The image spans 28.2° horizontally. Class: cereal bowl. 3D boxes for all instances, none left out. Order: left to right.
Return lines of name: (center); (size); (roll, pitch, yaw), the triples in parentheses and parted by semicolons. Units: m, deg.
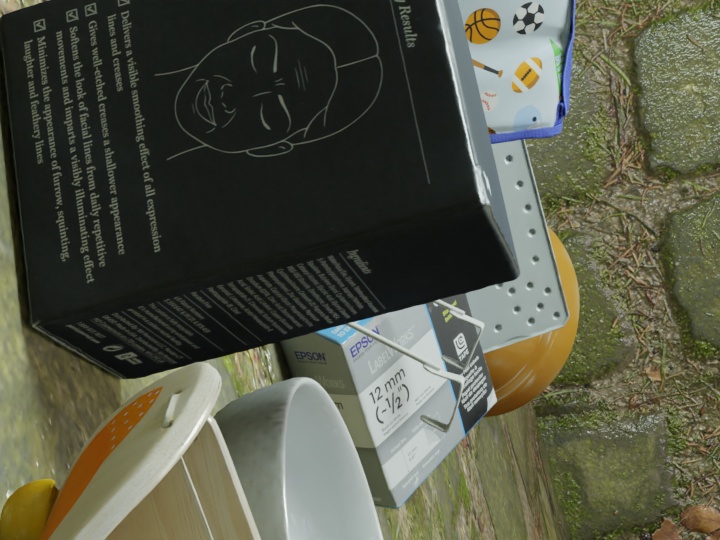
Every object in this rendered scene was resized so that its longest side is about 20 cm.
cereal bowl: (-0.042, 0.157, 0.694); (0.200, 0.082, 0.203); (-14, 90, -81)

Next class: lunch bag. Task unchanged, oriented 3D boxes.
lunch bag: (0.053, -0.182, 1.013); (0.124, 0.197, 0.172); (-73, 165, -64)

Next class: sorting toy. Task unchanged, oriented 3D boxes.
sorting toy: (-0.081, 0.165, 0.449); (0.180, 0.105, 0.202); (-66, 142, -63)

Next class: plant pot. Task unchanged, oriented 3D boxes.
plant pot: (0.070, 0.024, 1.261); (0.183, 0.198, 0.203); (15, 60, -60)

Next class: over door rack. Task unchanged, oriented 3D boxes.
over door rack: (0.000, 0.000, 0.918); (0.199, 0.067, 0.148); (37, 16, 1)

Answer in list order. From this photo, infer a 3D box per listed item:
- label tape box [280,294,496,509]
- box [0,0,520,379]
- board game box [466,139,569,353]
label tape box: (0.016, 0.047, 1.039); (0.143, 0.066, 0.202); (-39, 121, -42)
box: (-0.044, -0.055, 0.640); (0.107, 0.197, 0.150); (49, 29, -68)
board game box: (0.046, -0.024, 1.123); (0.026, 0.197, 0.202); (-122, -165, -77)
